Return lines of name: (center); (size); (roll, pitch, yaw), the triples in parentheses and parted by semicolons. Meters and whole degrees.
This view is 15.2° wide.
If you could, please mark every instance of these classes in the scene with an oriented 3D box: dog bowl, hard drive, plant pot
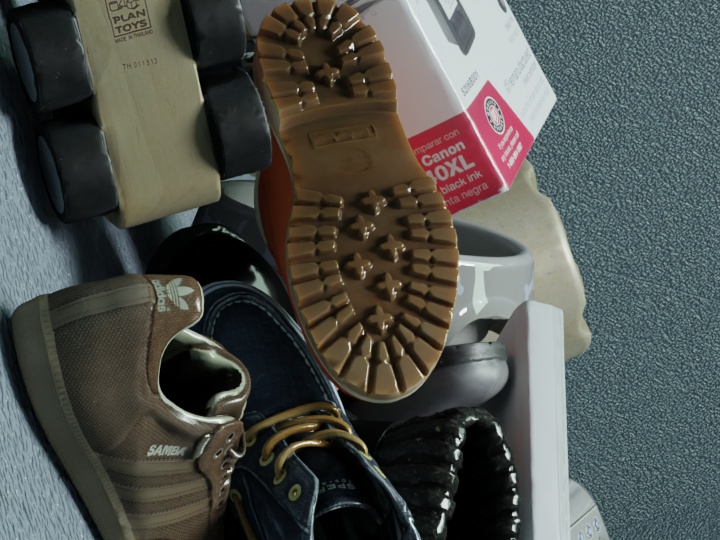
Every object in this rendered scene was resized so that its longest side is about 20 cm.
dog bowl: (0.000, 0.000, 1.405); (0.200, 0.199, 0.059); (-72, 174, -82)
hard drive: (0.066, 0.132, 1.284); (0.132, 0.026, 0.201); (117, -19, -47)
plant pot: (0.037, 0.019, 1.681); (0.200, 0.183, 0.201); (161, -90, -84)

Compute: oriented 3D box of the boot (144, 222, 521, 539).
boot: (-0.011, 0.071, 1.235); (0.079, 0.157, 0.212); (-18, 93, -43)

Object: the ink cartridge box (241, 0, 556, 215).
ink cartridge box: (0.007, -0.133, 1.330); (0.201, 0.083, 0.145); (61, 23, -13)

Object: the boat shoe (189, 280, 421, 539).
boat shoe: (-0.021, 0.082, 1.133); (0.091, 0.071, 0.201); (119, -48, -63)

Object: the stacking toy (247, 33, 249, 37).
stacking toy: (-0.047, -0.168, 1.440); (0.116, 0.199, 0.110); (56, 17, -70)

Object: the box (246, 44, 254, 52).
box: (-0.053, -0.203, 1.507); (0.049, 0.199, 0.162); (-57, 135, -52)

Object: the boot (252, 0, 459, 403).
boot: (-0.007, -0.012, 1.202); (0.107, 0.075, 0.201); (104, -21, -53)

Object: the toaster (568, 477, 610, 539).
toaster: (0.041, 0.189, 1.468); (0.129, 0.199, 0.114); (-28, 101, -67)

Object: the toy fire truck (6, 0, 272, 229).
toy fire truck: (-0.111, -0.128, 1.213); (0.200, 0.128, 0.177); (-148, -137, -67)

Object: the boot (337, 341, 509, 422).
boot: (0.016, 0.125, 1.310); (0.070, 0.200, 0.132); (2, 62, -42)

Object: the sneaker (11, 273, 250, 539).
sneaker: (-0.073, 0.071, 1.071); (0.200, 0.075, 0.071); (66, 9, -56)

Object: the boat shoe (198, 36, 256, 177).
boat shoe: (-0.061, -0.085, 1.412); (0.199, 0.075, 0.062); (-5, 64, -46)
